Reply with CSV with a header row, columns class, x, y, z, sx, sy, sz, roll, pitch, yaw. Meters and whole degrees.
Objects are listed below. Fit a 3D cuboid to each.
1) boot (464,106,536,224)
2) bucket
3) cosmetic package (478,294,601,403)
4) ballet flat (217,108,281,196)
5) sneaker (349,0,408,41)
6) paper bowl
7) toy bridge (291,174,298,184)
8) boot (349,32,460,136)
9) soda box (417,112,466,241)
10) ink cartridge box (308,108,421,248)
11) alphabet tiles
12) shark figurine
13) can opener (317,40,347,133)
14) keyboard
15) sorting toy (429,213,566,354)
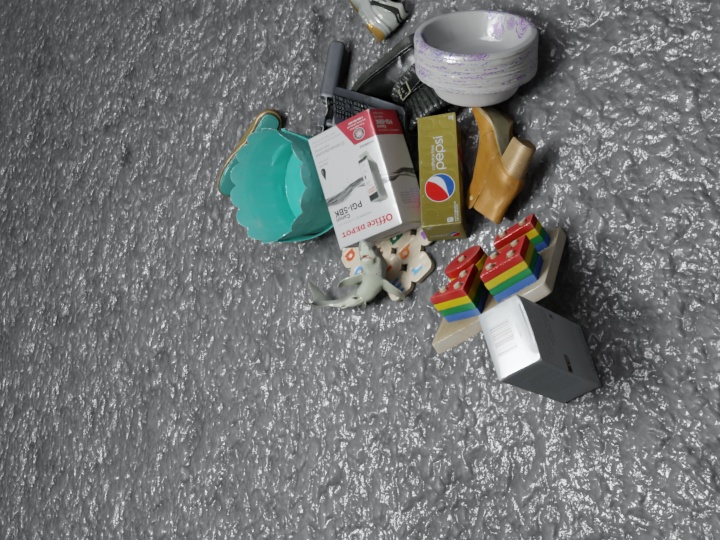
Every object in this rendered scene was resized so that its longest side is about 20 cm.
class,x,y,z,sx,sy,sz,roll,pitch,yaw
boot,0.201,-0.177,1.573,0.145,0.070,0.202,-63,32,25
bucket,-0.124,-0.153,1.761,0.206,0.134,0.210,8,101,43
cosmetic package,0.251,0.112,1.345,0.074,0.199,0.103,-30,60,28
ballet flat,-0.222,-0.238,1.965,0.201,0.068,0.063,-53,22,11
sneaker,0.025,-0.517,1.837,0.087,0.076,0.201,-35,58,8
paper bowl,0.186,-0.338,1.571,0.200,0.200,0.105,33,141,41
toy bridge,-0.046,-0.185,1.809,0.199,0.027,0.068,7,80,42
boot,0.072,-0.295,1.711,0.211,0.079,0.159,-39,67,42
soda box,0.134,-0.155,1.605,0.067,0.064,0.202,-6,68,14
ink cartridge box,0.012,-0.153,1.646,0.146,0.083,0.202,-21,83,37
alphabet tiles,0.053,-0.047,1.689,0.196,0.015,0.201,-44,53,21
shark figurine,0.001,0.015,1.671,0.214,0.127,0.090,-40,26,45
can opener,-0.041,-0.334,1.849,0.066,0.053,0.202,8,80,9
keyboard,0.017,-0.249,1.728,0.199,0.020,0.128,27,135,46
sorting toy,0.193,0.007,1.435,0.198,0.200,0.070,-32,102,29
